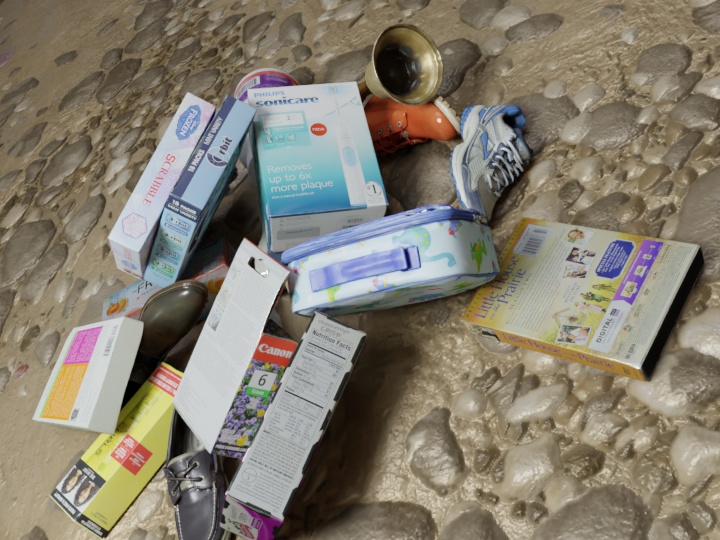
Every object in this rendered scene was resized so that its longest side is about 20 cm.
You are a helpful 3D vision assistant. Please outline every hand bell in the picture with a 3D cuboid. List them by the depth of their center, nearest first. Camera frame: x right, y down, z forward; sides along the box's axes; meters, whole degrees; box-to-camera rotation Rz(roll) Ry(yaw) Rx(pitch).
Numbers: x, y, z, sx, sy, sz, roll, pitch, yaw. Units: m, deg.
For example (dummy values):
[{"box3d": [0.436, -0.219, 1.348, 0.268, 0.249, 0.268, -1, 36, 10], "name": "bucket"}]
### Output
[{"box3d": [0.014, -0.250, 1.120, 0.104, 0.104, 0.200, -54, 20, -20], "name": "hand bell"}]

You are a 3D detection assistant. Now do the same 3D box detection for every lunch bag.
[{"box3d": [0.031, -0.006, 0.840, 0.199, 0.161, 0.083, -15, 84, 26], "name": "lunch bag"}]

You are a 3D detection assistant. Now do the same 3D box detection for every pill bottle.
[{"box3d": [-0.132, -0.208, 1.240, 0.111, 0.112, 0.200, -25, 41, 13], "name": "pill bottle"}]

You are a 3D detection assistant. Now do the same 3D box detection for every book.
[{"box3d": [-0.336, 0.129, 1.026, 0.200, 0.048, 0.134, -11, 61, 54], "name": "book"}]

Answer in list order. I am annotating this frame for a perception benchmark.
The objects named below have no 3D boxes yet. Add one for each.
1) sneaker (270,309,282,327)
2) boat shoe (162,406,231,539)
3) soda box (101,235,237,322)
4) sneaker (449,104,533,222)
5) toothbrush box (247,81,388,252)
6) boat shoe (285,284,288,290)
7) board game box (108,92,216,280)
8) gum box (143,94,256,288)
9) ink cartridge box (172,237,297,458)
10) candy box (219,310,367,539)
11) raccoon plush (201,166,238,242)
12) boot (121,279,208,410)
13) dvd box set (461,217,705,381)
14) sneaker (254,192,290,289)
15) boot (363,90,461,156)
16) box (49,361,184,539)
[{"box3d": [-0.150, 0.094, 0.986, 0.112, 0.078, 0.200, -45, 26, 9], "name": "sneaker"}, {"box3d": [-0.180, 0.218, 0.894, 0.072, 0.065, 0.200, -25, 41, 13], "name": "boat shoe"}, {"box3d": [-0.248, 0.035, 1.118, 0.200, 0.068, 0.064, -26, 40, 11], "name": "soda box"}, {"box3d": [0.160, -0.135, 0.992, 0.085, 0.077, 0.200, -8, 47, 24], "name": "sneaker"}, {"box3d": [-0.059, -0.134, 1.048, 0.146, 0.085, 0.201, -6, 59, -11], "name": "toothbrush box"}, {"box3d": [0.000, 0.000, 0.977, 0.199, 0.066, 0.074, -20, 42, 19], "name": "boat shoe"}, {"box3d": [-0.248, -0.098, 1.047, 0.200, 0.041, 0.200, -65, 8, -14], "name": "board game box"}, {"box3d": [-0.200, -0.092, 1.030, 0.200, 0.044, 0.170, -55, 11, 53], "name": "gum box"}, {"box3d": [-0.120, 0.079, 0.859, 0.109, 0.050, 0.200, 33, 101, 51], "name": "ink cartridge box"}, {"box3d": [-0.067, 0.157, 0.816, 0.061, 0.136, 0.200, 25, 59, 2], "name": "candy box"}, {"box3d": [-0.243, -0.086, 1.172, 0.134, 0.097, 0.200, -45, 23, 40], "name": "raccoon plush"}, {"box3d": [-0.256, 0.100, 1.040, 0.200, 0.075, 0.097, -43, 35, 28], "name": "boot"}, {"box3d": [0.217, 0.021, 0.829, 0.200, 0.029, 0.147, 13, 60, 41], "name": "dvd box set"}, {"box3d": [-0.087, -0.057, 1.099, 0.084, 0.075, 0.200, -16, 49, 13], "name": "sneaker"}, {"box3d": [0.059, -0.191, 1.125, 0.107, 0.075, 0.200, -48, 33, -10], "name": "boot"}, {"box3d": [-0.268, 0.208, 0.977, 0.075, 0.050, 0.200, 19, 63, 46], "name": "box"}]
